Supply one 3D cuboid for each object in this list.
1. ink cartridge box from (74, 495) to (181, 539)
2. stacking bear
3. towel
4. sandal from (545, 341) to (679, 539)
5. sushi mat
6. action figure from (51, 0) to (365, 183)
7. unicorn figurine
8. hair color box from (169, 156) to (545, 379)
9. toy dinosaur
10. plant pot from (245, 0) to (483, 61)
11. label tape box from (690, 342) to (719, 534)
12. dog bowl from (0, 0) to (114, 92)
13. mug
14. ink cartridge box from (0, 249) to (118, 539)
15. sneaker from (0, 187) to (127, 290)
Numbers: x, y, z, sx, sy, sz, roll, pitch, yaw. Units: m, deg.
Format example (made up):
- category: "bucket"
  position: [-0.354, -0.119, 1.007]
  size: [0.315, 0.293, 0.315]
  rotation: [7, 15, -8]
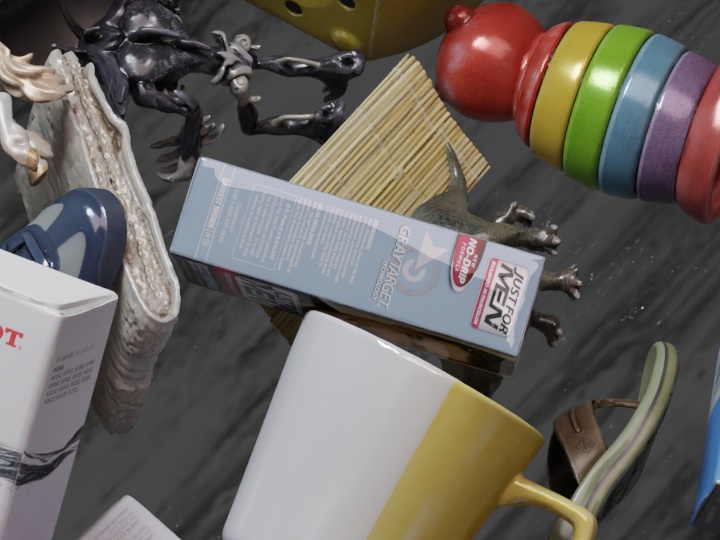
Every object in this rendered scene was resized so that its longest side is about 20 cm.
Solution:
- category: "ink cartridge box"
  position: [-0.112, 0.243, 1.472]
  size: [0.200, 0.057, 0.163]
  rotation: [42, 60, 7]
- category: "stacking bear"
  position: [0.143, -0.111, 1.709]
  size: [0.200, 0.121, 0.114]
  rotation: [20, 48, 15]
- category: "towel"
  position: [-0.153, -0.018, 1.580]
  size: [0.034, 0.133, 0.200]
  rotation: [-9, 60, -23]
- category: "sandal"
  position: [0.128, 0.112, 1.571]
  size: [0.057, 0.080, 0.201]
  rotation: [31, 58, 12]
- category: "sushi mat"
  position: [0.000, -0.036, 1.656]
  size: [0.200, 0.012, 0.096]
  rotation: [-49, 118, -31]
- category: "action figure"
  position: [-0.103, -0.113, 1.673]
  size: [0.200, 0.102, 0.119]
  rotation: [12, 56, -20]
- category: "unicorn figurine"
  position: [-0.257, -0.067, 1.496]
  size: [0.137, 0.074, 0.200]
  rotation: [40, 45, 0]
- category: "hair color box"
  position: [0.000, 0.000, 1.531]
  size: [0.200, 0.099, 0.061]
  rotation: [16, 82, 5]
- category: "toy dinosaur"
  position: [0.067, 0.000, 1.627]
  size: [0.102, 0.077, 0.200]
  rotation: [-5, 66, -19]
- category: "plant pot"
  position: [0.007, -0.254, 1.733]
  size: [0.195, 0.194, 0.200]
  rotation: [30, 62, 10]
- category: "label tape box"
  position: [0.307, 0.104, 1.615]
  size: [0.200, 0.066, 0.143]
  rotation: [15, 56, -2]
- category: "dog bowl"
  position: [-0.188, -0.190, 1.648]
  size: [0.059, 0.200, 0.200]
  rotation: [44, 61, 15]
- category: "mug"
  position: [0.013, 0.128, 1.487]
  size: [0.187, 0.149, 0.153]
  rotation: [24, 82, 40]
- category: "ink cartridge box"
  position: [-0.226, 0.083, 1.413]
  size: [0.145, 0.200, 0.084]
  rotation: [20, 12, 15]
- category: "sneaker"
  position: [-0.211, 0.029, 1.502]
  size: [0.082, 0.200, 0.070]
  rotation: [23, 21, -49]
